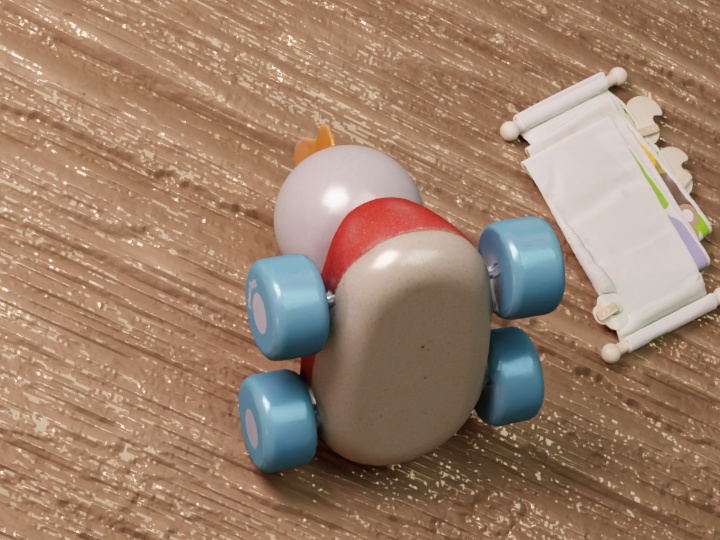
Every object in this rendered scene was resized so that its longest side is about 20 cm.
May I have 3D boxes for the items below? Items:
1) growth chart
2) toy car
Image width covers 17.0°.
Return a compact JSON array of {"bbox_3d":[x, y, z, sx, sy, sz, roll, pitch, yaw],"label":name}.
[{"bbox_3d":[0.183,-0.044,1.673,0.145,0.018,0.200,-17,76,-34],"label":"growth chart"},{"bbox_3d":[0.000,0.000,1.495,0.184,0.177,0.200,-10,43,-18],"label":"toy car"}]
